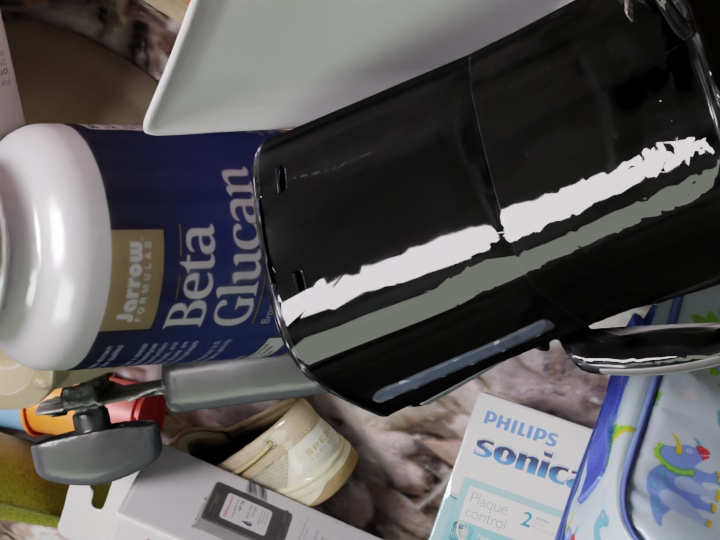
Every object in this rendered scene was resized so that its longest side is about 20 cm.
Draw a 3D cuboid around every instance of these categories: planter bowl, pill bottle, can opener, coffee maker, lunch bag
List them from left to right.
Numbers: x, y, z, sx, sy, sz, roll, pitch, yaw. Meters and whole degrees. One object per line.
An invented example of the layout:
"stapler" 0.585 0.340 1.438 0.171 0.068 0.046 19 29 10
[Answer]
"planter bowl" -0.183 -0.012 0.861 0.200 0.135 0.200 15 138 15
"pill bottle" -0.109 -0.011 0.738 0.200 0.111 0.111 -2 155 -35
"can opener" -0.087 0.072 0.905 0.200 0.053 0.066 -13 93 11
"coffee maker" 0.059 -0.039 0.643 0.200 0.135 0.192 -23 128 22
"lunch bag" 0.175 0.098 0.717 0.161 0.200 0.082 28 133 -1

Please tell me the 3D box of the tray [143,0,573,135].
"tray" 0.014 -0.100 0.661 0.200 0.022 0.107 -6 147 -28

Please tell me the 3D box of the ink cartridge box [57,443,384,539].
"ink cartridge box" -0.091 0.181 0.956 0.200 0.067 0.116 23 128 1

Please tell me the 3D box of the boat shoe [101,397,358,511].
"boat shoe" -0.095 0.125 1.003 0.200 0.072 0.065 -21 115 35

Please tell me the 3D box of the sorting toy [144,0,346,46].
"sorting toy" -0.064 -0.165 0.686 0.200 0.070 0.199 32 140 -3

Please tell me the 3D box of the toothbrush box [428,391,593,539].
"toothbrush box" 0.102 0.181 0.841 0.146 0.200 0.085 19 173 13

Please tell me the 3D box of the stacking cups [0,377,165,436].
"stacking cups" -0.222 0.075 1.036 0.200 0.061 0.061 5 134 21

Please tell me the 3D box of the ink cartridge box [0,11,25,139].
"ink cartridge box" -0.247 -0.151 0.739 0.145 0.084 0.200 10 120 36

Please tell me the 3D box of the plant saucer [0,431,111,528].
"plant saucer" -0.273 0.131 1.075 0.200 0.048 0.200 3 165 28
